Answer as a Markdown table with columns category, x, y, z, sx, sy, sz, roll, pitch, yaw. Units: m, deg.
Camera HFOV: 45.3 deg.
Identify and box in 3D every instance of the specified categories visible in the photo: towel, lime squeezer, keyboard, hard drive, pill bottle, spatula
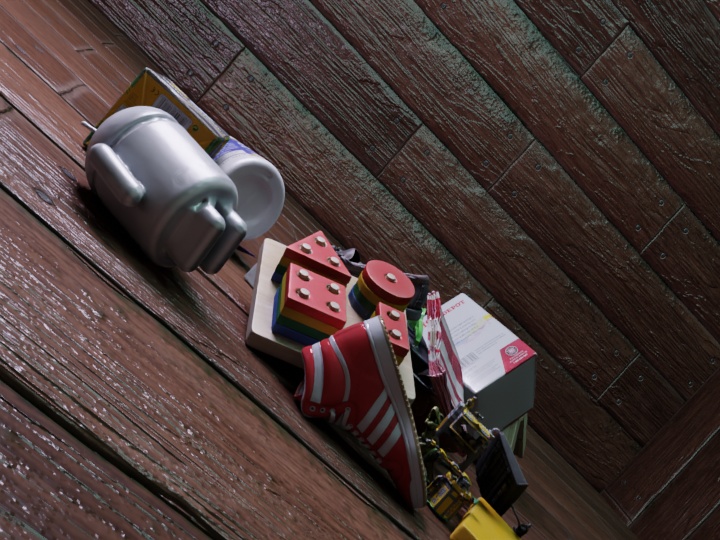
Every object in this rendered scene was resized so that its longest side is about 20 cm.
| category | x | y | z | sx | sy | sz | roll | pitch | yaw |
| --- | --- | --- | --- | --- | --- | --- | --- | --- | --- |
| towel | 0.124 | 0.138 | 1.206 | 0.202 | 0.022 | 0.146 | -85 | 157 | -58 |
| lime squeezer | 0.066 | 0.053 | 1.215 | 0.070 | 0.038 | 0.201 | 39 | 10 | -36 |
| keyboard | 0.185 | 0.292 | 1.119 | 0.201 | 0.020 | 0.129 | 92 | -23 | -63 |
| hard drive | 0.039 | 0.082 | 1.228 | 0.135 | 0.042 | 0.200 | 43 | 7 | -7 |
| pill bottle | -0.204 | -0.134 | 1.262 | 0.119 | 0.121 | 0.199 | 40 | -2 | -42 |
| spatula | -0.208 | -0.067 | 1.302 | 0.056 | 0.021 | 0.200 | 36 | 8 | -38 |

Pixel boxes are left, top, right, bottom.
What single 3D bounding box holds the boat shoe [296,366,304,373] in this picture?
| category | x | y | z | sx | sy | sz | roll | pitch | yaw |
| --- | --- | --- | --- | --- | --- | --- | --- | --- | --- |
| boat shoe | -0.073 | 0.061 | 1.039 | 0.073 | 0.065 | 0.200 | 41 | 6 | -39 |

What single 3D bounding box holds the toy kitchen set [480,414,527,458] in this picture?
| category | x | y | z | sx | sy | sz | roll | pitch | yaw |
| --- | --- | --- | --- | --- | --- | --- | --- | --- | --- |
| toy kitchen set | 0.222 | 0.312 | 1.631 | 0.159 | 0.182 | 0.203 | 7 | -48 | 18 |

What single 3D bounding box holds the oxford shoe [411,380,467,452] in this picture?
| category | x | y | z | sx | sy | sz | roll | pitch | yaw |
| --- | --- | --- | --- | --- | --- | --- | --- | --- | --- |
| oxford shoe | 0.069 | 0.196 | 1.229 | 0.199 | 0.072 | 0.071 | 40 | 24 | 3 |

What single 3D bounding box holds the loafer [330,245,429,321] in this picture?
| category | x | y | z | sx | sy | sz | roll | pitch | yaw |
| --- | --- | --- | --- | --- | --- | --- | --- | --- | --- |
| loafer | 0.000 | 0.000 | 1.149 | 0.196 | 0.064 | 0.072 | 24 | 11 | 11 |

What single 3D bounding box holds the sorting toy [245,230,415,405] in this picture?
| category | x | y | z | sx | sy | sz | roll | pitch | yaw |
| --- | --- | --- | --- | --- | --- | --- | --- | --- | --- |
| sorting toy | -0.021 | 0.037 | 0.987 | 0.197 | 0.070 | 0.200 | 24 | 28 | -15 |

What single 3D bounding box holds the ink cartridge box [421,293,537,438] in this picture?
| category | x | y | z | sx | sy | sz | roll | pitch | yaw |
| --- | --- | --- | --- | --- | --- | --- | --- | --- | --- |
| ink cartridge box | 0.191 | 0.172 | 1.527 | 0.200 | 0.143 | 0.147 | 42 | -30 | 41 |

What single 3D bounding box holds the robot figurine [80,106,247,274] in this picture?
| category | x | y | z | sx | sy | sz | roll | pitch | yaw |
| --- | --- | --- | --- | --- | --- | --- | --- | --- | --- |
| robot figurine | -0.201 | -0.085 | 0.871 | 0.200 | 0.113 | 0.169 | 45 | 11 | 19 |

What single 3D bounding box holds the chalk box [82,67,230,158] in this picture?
| category | x | y | z | sx | sy | sz | roll | pitch | yaw |
| --- | --- | --- | --- | --- | --- | --- | --- | --- | --- |
| chalk box | -0.255 | -0.168 | 1.121 | 0.125 | 0.124 | 0.200 | 42 | 3 | -8 |

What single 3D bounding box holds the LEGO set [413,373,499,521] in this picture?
| category | x | y | z | sx | sy | sz | roll | pitch | yaw |
| --- | --- | --- | --- | --- | --- | --- | --- | --- | --- |
| LEGO set | 0.083 | 0.181 | 1.021 | 0.200 | 0.116 | 0.154 | 45 | 4 | 13 |

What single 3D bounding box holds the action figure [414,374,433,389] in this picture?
| category | x | y | z | sx | sy | sz | roll | pitch | yaw |
| --- | --- | --- | --- | --- | --- | --- | --- | --- | --- |
| action figure | 0.124 | 0.200 | 1.361 | 0.200 | 0.068 | 0.134 | 16 | 63 | -73 |

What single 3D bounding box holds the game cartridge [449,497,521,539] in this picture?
| category | x | y | z | sx | sy | sz | roll | pitch | yaw |
| --- | --- | --- | --- | --- | --- | --- | --- | --- | --- |
| game cartridge | 0.180 | 0.347 | 0.985 | 0.176 | 0.032 | 0.200 | 46 | 6 | 15 |

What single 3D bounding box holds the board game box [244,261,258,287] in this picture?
| category | x | y | z | sx | sy | sz | roll | pitch | yaw |
| --- | --- | --- | --- | --- | --- | --- | --- | --- | --- |
| board game box | -0.064 | 0.055 | 1.235 | 0.148 | 0.064 | 0.200 | 47 | 4 | 19 |

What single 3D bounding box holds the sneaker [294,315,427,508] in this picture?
| category | x | y | z | sx | sy | sz | roll | pitch | yaw |
| --- | --- | --- | --- | --- | --- | --- | --- | --- | --- |
| sneaker | -0.001 | 0.158 | 0.885 | 0.071 | 0.110 | 0.205 | -124 | -163 | -83 |
